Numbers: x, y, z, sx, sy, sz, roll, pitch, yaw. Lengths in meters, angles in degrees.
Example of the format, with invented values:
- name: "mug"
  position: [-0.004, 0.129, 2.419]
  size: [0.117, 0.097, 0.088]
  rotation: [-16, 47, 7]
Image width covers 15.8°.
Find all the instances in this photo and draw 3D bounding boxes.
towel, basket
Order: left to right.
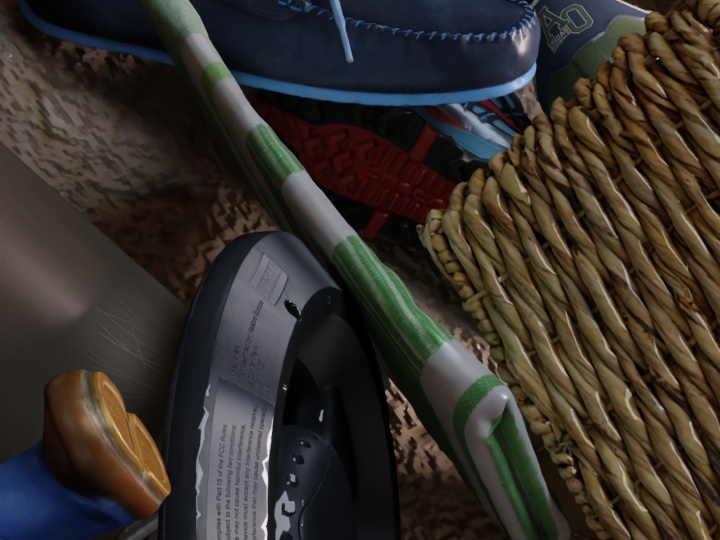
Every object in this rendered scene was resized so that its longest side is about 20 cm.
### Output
- name: "basket"
  position: [-0.155, 0.005, 0.767]
  size: [0.200, 0.180, 0.136]
  rotation: [36, 50, -22]
- name: "towel"
  position: [0.000, 0.000, 0.885]
  size: [0.200, 0.023, 0.153]
  rotation: [53, -3, 26]
- name: "basket"
  position: [0.146, 0.018, 0.875]
  size: [0.143, 0.149, 0.200]
  rotation: [-3, 57, -52]

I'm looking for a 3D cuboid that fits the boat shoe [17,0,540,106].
- name: "boat shoe"
  position: [-0.032, -0.107, 0.952]
  size: [0.200, 0.069, 0.084]
  rotation: [8, 25, 5]

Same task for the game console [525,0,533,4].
- name: "game console"
  position: [-0.003, -0.184, 1.068]
  size: [0.200, 0.171, 0.118]
  rotation: [13, 76, -36]

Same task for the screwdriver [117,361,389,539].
- name: "screwdriver"
  position: [-0.046, 0.073, 0.884]
  size: [0.029, 0.028, 0.200]
  rotation: [22, 32, 20]

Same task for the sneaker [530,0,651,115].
- name: "sneaker"
  position: [0.116, -0.071, 1.058]
  size: [0.090, 0.067, 0.200]
  rotation: [51, 9, 14]

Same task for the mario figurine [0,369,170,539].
- name: "mario figurine"
  position: [-0.147, 0.098, 0.671]
  size: [0.123, 0.200, 0.106]
  rotation: [-104, 168, -61]

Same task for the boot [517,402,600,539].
- name: "boot"
  position: [0.138, 0.123, 0.955]
  size: [0.200, 0.072, 0.155]
  rotation: [14, 45, -36]

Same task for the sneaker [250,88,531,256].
- name: "sneaker"
  position: [0.056, -0.043, 1.030]
  size: [0.200, 0.079, 0.096]
  rotation: [33, 40, -12]

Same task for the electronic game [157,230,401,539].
- name: "electronic game"
  position: [-0.024, 0.088, 0.798]
  size: [0.042, 0.200, 0.200]
  rotation: [-2, 44, 13]
